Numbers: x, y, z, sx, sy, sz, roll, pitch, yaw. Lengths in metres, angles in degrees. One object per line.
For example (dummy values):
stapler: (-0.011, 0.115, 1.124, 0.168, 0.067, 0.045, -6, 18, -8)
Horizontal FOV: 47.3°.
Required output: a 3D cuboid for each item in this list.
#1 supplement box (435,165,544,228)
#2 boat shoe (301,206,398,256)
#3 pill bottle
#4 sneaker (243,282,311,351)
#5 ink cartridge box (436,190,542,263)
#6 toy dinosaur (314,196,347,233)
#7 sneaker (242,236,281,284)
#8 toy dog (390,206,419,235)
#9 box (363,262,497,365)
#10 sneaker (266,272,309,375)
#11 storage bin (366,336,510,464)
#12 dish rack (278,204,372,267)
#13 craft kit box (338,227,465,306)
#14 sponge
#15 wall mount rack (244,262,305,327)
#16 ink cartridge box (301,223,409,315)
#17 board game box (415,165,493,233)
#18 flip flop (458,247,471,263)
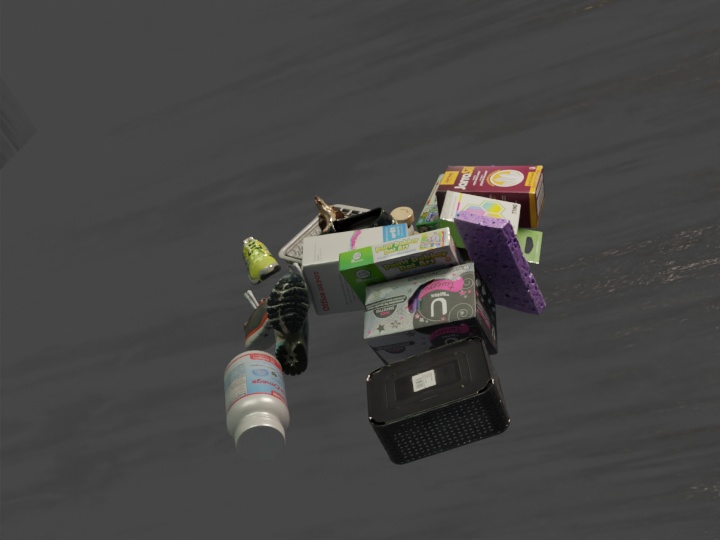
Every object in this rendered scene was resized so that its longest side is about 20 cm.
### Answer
supplement box: (0.265, -0.151, 1.673, 0.200, 0.086, 0.110, 3, 37, 20)
boat shoe: (-0.030, -0.072, 1.577, 0.199, 0.066, 0.075, -14, 51, 18)
pill bottle: (-0.182, 0.238, 1.444, 0.109, 0.109, 0.200, -25, 32, 3)
sneaker: (-0.174, 0.077, 1.630, 0.200, 0.077, 0.082, -43, 54, 26)
ink cartridge box: (0.250, -0.085, 1.569, 0.200, 0.059, 0.104, 12, 39, 7)
toy dinosaur: (-0.053, -0.049, 1.712, 0.086, 0.200, 0.136, 2, 9, -14)
sneaker: (-0.237, -0.024, 1.872, 0.075, 0.076, 0.200, -31, 19, -11)
toy dog: (0.046, -0.053, 1.702, 0.096, 0.132, 0.200, 8, 23, 33)
box: (0.120, 0.084, 1.405, 0.200, 0.132, 0.115, -14, 51, 20)
sneaker: (-0.133, 0.092, 1.551, 0.078, 0.200, 0.086, 3, 22, 1)
storage bin: (0.119, 0.202, 1.290, 0.200, 0.094, 0.135, -19, 32, 10)
dish rack: (-0.070, -0.068, 1.847, 0.172, 0.044, 0.200, 15, 50, 46)
craft kit box: (0.090, 0.018, 1.451, 0.200, 0.198, 0.049, -14, 49, 18)
sponge: (0.239, -0.013, 1.416, 0.030, 0.200, 0.112, -44, 34, -23)
wall mount rack: (-0.180, 0.043, 1.775, 0.200, 0.075, 0.174, -31, 0, -10)
ink cartridge box: (0.000, 0.000, 1.541, 0.200, 0.145, 0.085, -8, 46, 5)
board game box: (0.214, -0.156, 1.815, 0.134, 0.029, 0.200, -7, 36, 30)
flip flop: (0.208, -0.056, 1.629, 0.081, 0.058, 0.200, -11, 27, -7)
